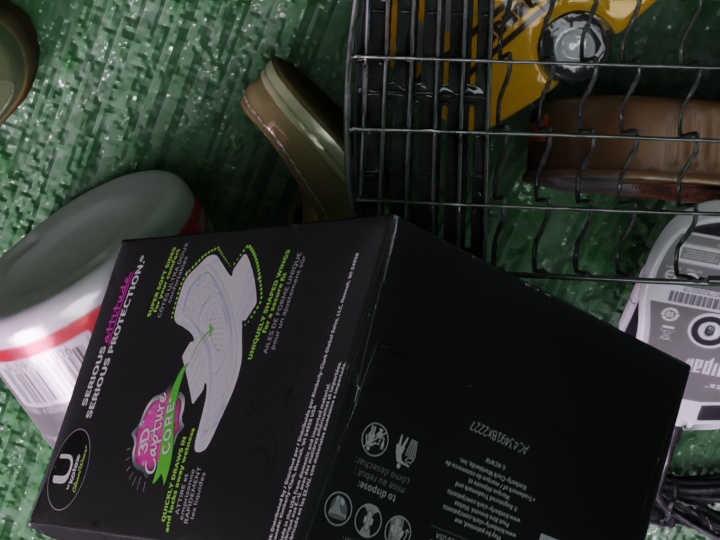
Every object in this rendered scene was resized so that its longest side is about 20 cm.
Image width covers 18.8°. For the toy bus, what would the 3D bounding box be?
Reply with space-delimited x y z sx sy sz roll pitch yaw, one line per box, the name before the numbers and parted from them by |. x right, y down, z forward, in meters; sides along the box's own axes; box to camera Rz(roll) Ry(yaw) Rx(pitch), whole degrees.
toy bus | 0.099 -0.144 0.893 0.200 0.065 0.078 -41 108 17

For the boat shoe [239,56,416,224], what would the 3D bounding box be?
boat shoe | 0.000 0.000 0.952 0.066 0.074 0.201 -32 112 7

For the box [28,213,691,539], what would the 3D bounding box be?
box | -0.005 0.067 0.814 0.148 0.199 0.125 26 75 -31

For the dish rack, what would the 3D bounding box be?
dish rack | 0.092 -0.061 0.830 0.198 0.055 0.155 3 83 -1

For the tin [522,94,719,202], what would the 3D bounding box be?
tin | 0.168 -0.047 0.913 0.198 0.112 0.042 4 93 -4

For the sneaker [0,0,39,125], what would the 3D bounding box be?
sneaker | -0.229 -0.047 0.916 0.199 0.090 0.068 -22 113 8

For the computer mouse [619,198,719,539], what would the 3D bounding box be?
computer mouse | 0.151 0.039 0.979 0.109 0.044 0.201 12 129 -1

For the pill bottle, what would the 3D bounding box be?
pill bottle | -0.075 0.067 0.959 0.113 0.114 0.201 -28 113 11
